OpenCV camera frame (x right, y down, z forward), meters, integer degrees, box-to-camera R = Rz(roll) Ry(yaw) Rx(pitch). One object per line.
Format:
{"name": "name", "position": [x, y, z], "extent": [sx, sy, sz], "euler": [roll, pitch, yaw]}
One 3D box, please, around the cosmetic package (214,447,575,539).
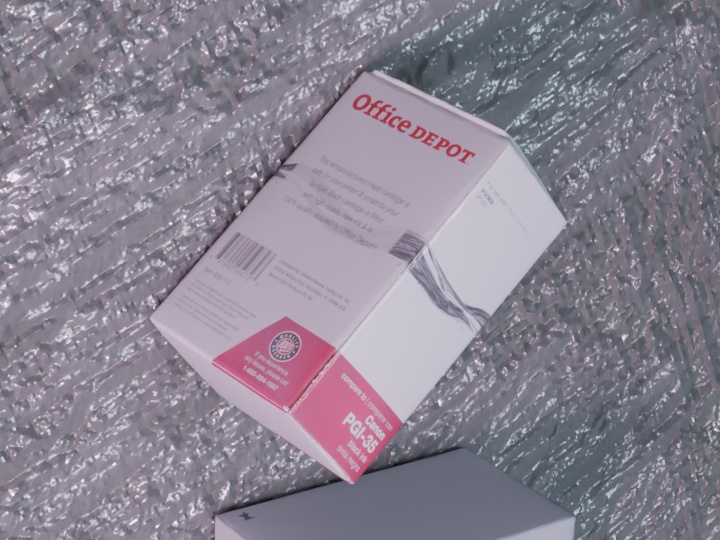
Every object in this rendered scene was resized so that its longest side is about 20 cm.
{"name": "cosmetic package", "position": [0.018, 0.241, 1.626], "extent": [0.198, 0.123, 0.201], "euler": [-13, 115, -34]}

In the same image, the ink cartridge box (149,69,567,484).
{"name": "ink cartridge box", "position": [0.000, 0.000, 1.491], "extent": [0.200, 0.146, 0.083], "euler": [-49, 132, -10]}
